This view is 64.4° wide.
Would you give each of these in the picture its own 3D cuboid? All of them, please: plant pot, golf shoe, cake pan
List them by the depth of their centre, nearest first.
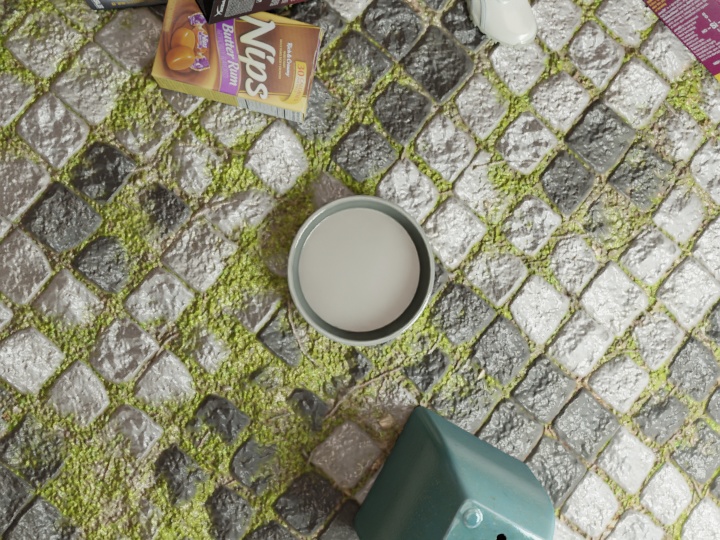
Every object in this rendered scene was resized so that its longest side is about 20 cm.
[{"bbox_3d":[0.124,0.322,0.713,0.195,0.200,0.197,30,88,-5],"label":"plant pot"},{"bbox_3d":[0.177,-0.393,0.763,0.078,0.097,0.201,-37,95,-5],"label":"golf shoe"},{"bbox_3d":[0.000,0.000,0.778,0.198,0.037,0.202,0,90,-6],"label":"cake pan"}]

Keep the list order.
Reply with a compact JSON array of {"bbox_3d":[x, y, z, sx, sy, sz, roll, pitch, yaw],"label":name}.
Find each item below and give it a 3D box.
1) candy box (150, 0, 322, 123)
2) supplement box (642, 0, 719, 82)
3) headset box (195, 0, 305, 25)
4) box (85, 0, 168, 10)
[{"bbox_3d":[-0.158,-0.280,0.751,0.198,0.056,0.118,12,88,-7],"label":"candy box"},{"bbox_3d":[0.508,-0.388,0.793,0.200,0.103,0.131,43,87,-4],"label":"supplement box"},{"bbox_3d":[-0.130,-0.411,0.710,0.199,0.077,0.150,-28,88,-27],"label":"headset box"},{"bbox_3d":[-0.291,-0.452,0.739,0.157,0.048,0.202,-10,92,-7],"label":"box"}]
